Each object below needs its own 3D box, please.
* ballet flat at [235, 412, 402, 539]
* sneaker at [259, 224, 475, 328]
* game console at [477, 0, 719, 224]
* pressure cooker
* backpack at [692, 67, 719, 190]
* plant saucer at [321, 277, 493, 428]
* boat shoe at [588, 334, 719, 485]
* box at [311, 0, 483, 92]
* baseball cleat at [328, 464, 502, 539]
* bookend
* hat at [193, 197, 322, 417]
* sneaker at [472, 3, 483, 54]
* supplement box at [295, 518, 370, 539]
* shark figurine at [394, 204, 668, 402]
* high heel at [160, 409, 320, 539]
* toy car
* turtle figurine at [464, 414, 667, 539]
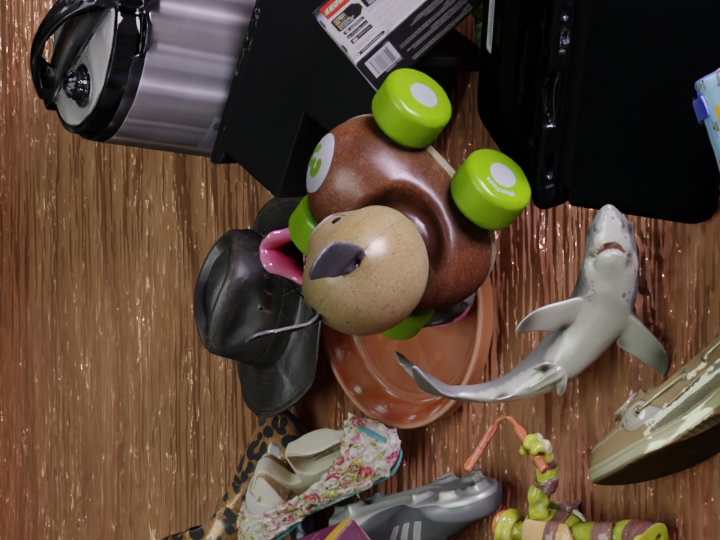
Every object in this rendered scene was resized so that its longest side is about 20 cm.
[{"bbox_3d":[-0.049,0.171,1.445,0.199,0.064,0.076,-34,30,33],"label":"ballet flat"},{"bbox_3d":[0.000,0.000,1.360,0.199,0.095,0.080,14,101,39],"label":"sneaker"},{"bbox_3d":[0.166,-0.147,1.178,0.177,0.115,0.202,-118,21,-43],"label":"game console"},{"bbox_3d":[-0.191,-0.196,1.520,0.178,0.198,0.178,35,116,57],"label":"pressure cooker"},{"bbox_3d":[0.310,-0.049,1.025,0.182,0.134,0.202,-22,79,48],"label":"backpack"},{"bbox_3d":[0.039,0.028,1.416,0.199,0.032,0.203,5,97,49],"label":"plant saucer"},{"bbox_3d":[0.230,0.085,1.173,0.200,0.073,0.064,-42,55,38],"label":"boat shoe"},{"bbox_3d":[0.062,-0.228,1.269,0.200,0.035,0.110,-41,33,4],"label":"box"},{"bbox_3d":[0.055,0.221,1.396,0.199,0.069,0.108,-19,92,52],"label":"baseball cleat"},{"bbox_3d":[-0.013,-0.133,1.420,0.200,0.091,0.201,41,123,38],"label":"bookend"},{"bbox_3d":[-0.101,0.026,1.509,0.200,0.080,0.203,-21,65,56],"label":"hat"},{"bbox_3d":[0.164,-0.170,1.241,0.199,0.078,0.086,15,122,47],"label":"sneaker"},{"bbox_3d":[-0.040,0.300,1.411,0.131,0.103,0.200,50,147,-6],"label":"supplement box"},{"bbox_3d":[0.137,0.046,1.263,0.214,0.128,0.090,-38,22,21],"label":"shark figurine"},{"bbox_3d":[-0.120,0.199,1.574,0.198,0.071,0.144,-11,88,35],"label":"high heel"},{"bbox_3d":[-0.006,-0.017,1.193,0.158,0.200,0.165,45,130,8],"label":"toy car"},{"bbox_3d":[0.154,0.214,1.272,0.160,0.064,0.203,14,107,42],"label":"turtle figurine"}]
